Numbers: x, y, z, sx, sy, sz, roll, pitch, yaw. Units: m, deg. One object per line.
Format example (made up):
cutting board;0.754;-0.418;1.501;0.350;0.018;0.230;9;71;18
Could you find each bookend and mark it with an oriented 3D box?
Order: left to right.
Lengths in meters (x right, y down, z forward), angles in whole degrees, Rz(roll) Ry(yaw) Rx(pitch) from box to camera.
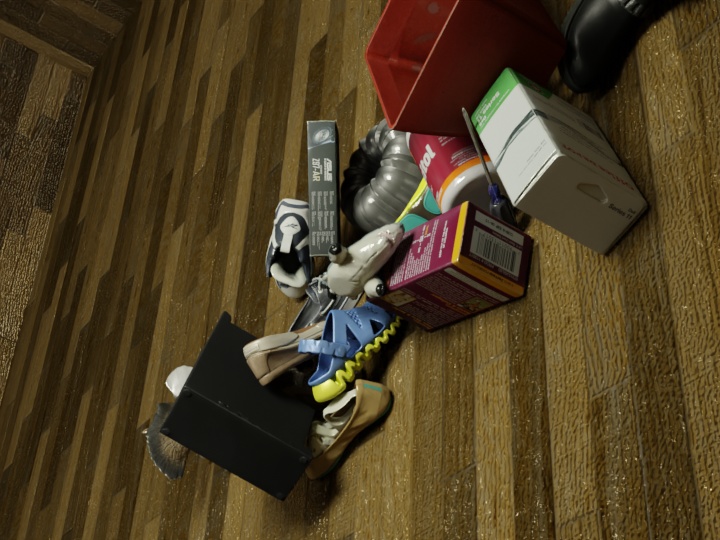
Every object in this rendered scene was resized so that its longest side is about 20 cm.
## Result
bookend;-0.153;0.187;1.645;0.093;0.197;0.201;-56;8;29

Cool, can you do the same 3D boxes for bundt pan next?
bundt pan;0.036;-0.147;1.785;0.202;0.075;0.204;-42;34;37

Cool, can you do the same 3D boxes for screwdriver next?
screwdriver;0.159;-0.120;1.429;0.028;0.202;0.029;15;48;43

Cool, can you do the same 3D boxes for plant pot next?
plant pot;0.136;-0.280;1.449;0.201;0.174;0.201;-61;27;30

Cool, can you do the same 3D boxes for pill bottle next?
pill bottle;0.127;-0.158;1.538;0.113;0.112;0.201;-49;44;28

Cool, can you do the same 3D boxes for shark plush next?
shark plush;0.000;0.000;1.538;0.084;0.090;0.200;-53;-3;-27

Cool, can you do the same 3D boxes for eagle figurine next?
eagle figurine;-0.280;0.266;1.968;0.153;0.150;0.200;-55;16;-3

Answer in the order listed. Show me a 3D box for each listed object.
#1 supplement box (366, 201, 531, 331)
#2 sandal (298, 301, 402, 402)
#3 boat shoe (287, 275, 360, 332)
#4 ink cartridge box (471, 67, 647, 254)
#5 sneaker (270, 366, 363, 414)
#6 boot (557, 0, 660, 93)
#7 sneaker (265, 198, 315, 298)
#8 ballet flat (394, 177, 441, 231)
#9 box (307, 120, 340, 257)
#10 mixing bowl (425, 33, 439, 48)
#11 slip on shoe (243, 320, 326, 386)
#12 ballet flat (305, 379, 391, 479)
supplement box;0.110;-0.001;1.485;0.199;0.109;0.087;-25;45;52
sandal;-0.014;0.085;1.620;0.200;0.087;0.079;-47;14;-26
boat shoe;-0.052;0.039;1.794;0.201;0.067;0.072;-59;27;11
ink cartridge box;0.225;-0.127;1.343;0.083;0.145;0.201;-52;28;24
sneaker;-0.068;0.176;1.725;0.198;0.076;0.071;-11;44;33
boot;0.326;-0.317;1.391;0.157;0.079;0.214;7;73;62
sneaker;-0.114;0.001;1.849;0.201;0.078;0.131;103;178;-46
ballet flat;0.092;-0.080;1.654;0.202;0.066;0.067;-59;6;6
box;-0.055;-0.122;1.793;0.160;0.043;0.203;4;-95;-89
mixing bowl;0.162;-0.318;1.627;0.200;0.108;0.200;-44;9;9
slip on shoe;-0.081;0.116;1.660;0.076;0.199;0.061;-30;77;36
ballet flat;-0.036;0.216;1.623;0.200;0.062;0.069;-49;29;30
